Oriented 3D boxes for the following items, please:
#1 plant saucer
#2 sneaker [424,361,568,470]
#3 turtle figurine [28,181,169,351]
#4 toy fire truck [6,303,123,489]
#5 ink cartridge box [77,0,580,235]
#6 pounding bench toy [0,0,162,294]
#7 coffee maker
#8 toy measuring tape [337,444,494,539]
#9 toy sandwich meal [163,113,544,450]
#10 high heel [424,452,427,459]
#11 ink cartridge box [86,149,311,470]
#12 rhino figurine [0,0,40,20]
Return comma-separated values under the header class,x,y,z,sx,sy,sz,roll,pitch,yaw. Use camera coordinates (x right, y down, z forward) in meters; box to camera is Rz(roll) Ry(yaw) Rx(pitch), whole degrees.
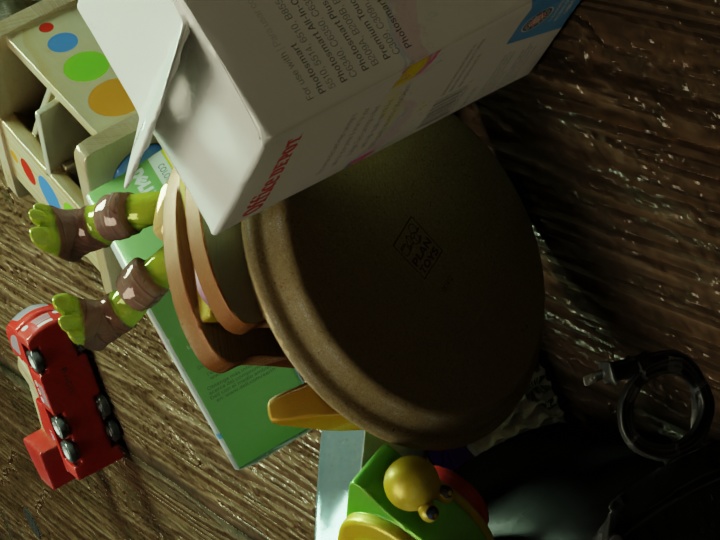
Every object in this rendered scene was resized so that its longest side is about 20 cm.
class,x,y,z,sx,sy,sz,roll,pitch,yaw
plant saucer,0.007,0.088,1.383,0.201,0.039,0.201,-174,90,-84
sneaker,0.080,0.118,1.408,0.200,0.069,0.100,71,163,-4
turtle figurine,-0.088,-0.036,1.347,0.064,0.161,0.200,-14,-100,-66
toy fire truck,-0.258,0.108,2.255,0.141,0.049,0.200,31,144,56
ink cartridge box,-0.022,-0.116,1.146,0.125,0.200,0.129,59,160,9
pounding bench toy,-0.127,-0.054,1.605,0.156,0.124,0.200,45,155,38
coffee maker,0.121,0.127,1.260,0.200,0.134,0.193,-175,84,-66
toy measuring tape,0.025,0.147,1.254,0.074,0.073,0.200,52,158,25
toy sandwich meal,0.000,0.000,1.251,0.070,0.205,0.205,-26,92,44
high heel,0.004,0.047,1.487,0.096,0.067,0.200,-145,35,-72
ink cartridge box,-0.096,0.003,1.471,0.200,0.059,0.104,64,175,-37
rhino figurine,-0.201,-0.128,1.759,0.200,0.087,0.060,54,130,24
